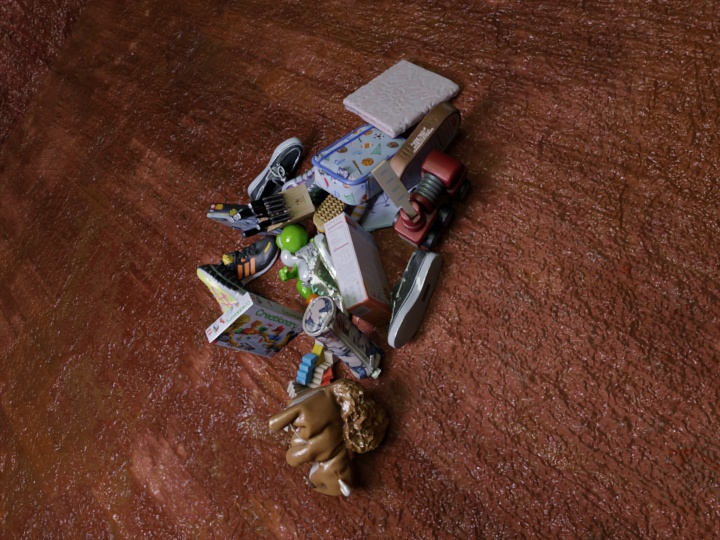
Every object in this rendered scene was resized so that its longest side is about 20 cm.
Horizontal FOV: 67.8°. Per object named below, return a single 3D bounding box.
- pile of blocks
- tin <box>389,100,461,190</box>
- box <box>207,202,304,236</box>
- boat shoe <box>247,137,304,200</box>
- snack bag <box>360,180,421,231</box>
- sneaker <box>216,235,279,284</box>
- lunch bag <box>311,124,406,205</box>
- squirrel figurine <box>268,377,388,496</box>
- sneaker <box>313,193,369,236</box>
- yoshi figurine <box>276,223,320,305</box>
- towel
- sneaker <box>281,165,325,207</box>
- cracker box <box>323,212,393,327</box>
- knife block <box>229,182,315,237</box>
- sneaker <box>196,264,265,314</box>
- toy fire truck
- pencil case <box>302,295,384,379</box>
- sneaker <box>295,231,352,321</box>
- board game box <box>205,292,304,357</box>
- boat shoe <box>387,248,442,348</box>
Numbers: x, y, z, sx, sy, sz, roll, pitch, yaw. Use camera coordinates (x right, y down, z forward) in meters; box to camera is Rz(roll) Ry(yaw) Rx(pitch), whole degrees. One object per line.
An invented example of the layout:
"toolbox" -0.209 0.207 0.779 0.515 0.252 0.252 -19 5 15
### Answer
"pile of blocks" -0.095 0.233 1.088 0.061 0.082 0.204 10 78 34
"tin" 0.130 -0.246 1.079 0.042 0.112 0.201 40 95 17
"box" -0.251 -0.119 1.285 0.196 0.136 0.041 8 80 34
"boat shoe" -0.206 -0.239 1.339 0.199 0.073 0.069 -43 51 12
"snack bag" 0.082 -0.187 1.171 0.185 0.021 0.205 -8 71 31
"sneaker" -0.286 -0.022 1.300 0.198 0.090 0.071 -36 57 16
"lunch bag" -0.003 -0.228 1.127 0.199 0.077 0.159 -36 53 -26
"squirrel figurine" -0.041 0.307 0.978 0.197 0.142 0.190 -25 88 1
"sneaker" -0.022 -0.142 1.174 0.074 0.091 0.200 35 70 31
"yoshi figurine" -0.123 -0.021 1.165 0.112 0.112 0.201 -47 66 21
"towel" 0.087 -0.383 1.188 0.199 0.033 0.190 -38 51 -16
"sneaker" -0.095 -0.198 1.271 0.197 0.074 0.089 -25 79 30
"cracker box" 0.000 0.000 1.083 0.057 0.133 0.204 -26 60 20
"knife block" -0.186 -0.122 1.155 0.172 0.200 0.065 -22 93 -4
"sneaker" -0.308 0.066 1.251 0.199 0.078 0.091 38 111 1
"toy fire truck" 0.112 -0.157 1.009 0.127 0.200 0.178 32 87 18
"pencil case" -0.031 0.129 1.013 0.088 0.200 0.079 19 68 44
"sneaker" -0.075 0.028 1.098 0.087 0.077 0.204 -23 76 2
"board game box" -0.212 0.120 1.133 0.126 0.199 0.035 -41 58 13
"boat shoe" 0.094 0.053 1.048 0.063 0.071 0.203 18 74 34
